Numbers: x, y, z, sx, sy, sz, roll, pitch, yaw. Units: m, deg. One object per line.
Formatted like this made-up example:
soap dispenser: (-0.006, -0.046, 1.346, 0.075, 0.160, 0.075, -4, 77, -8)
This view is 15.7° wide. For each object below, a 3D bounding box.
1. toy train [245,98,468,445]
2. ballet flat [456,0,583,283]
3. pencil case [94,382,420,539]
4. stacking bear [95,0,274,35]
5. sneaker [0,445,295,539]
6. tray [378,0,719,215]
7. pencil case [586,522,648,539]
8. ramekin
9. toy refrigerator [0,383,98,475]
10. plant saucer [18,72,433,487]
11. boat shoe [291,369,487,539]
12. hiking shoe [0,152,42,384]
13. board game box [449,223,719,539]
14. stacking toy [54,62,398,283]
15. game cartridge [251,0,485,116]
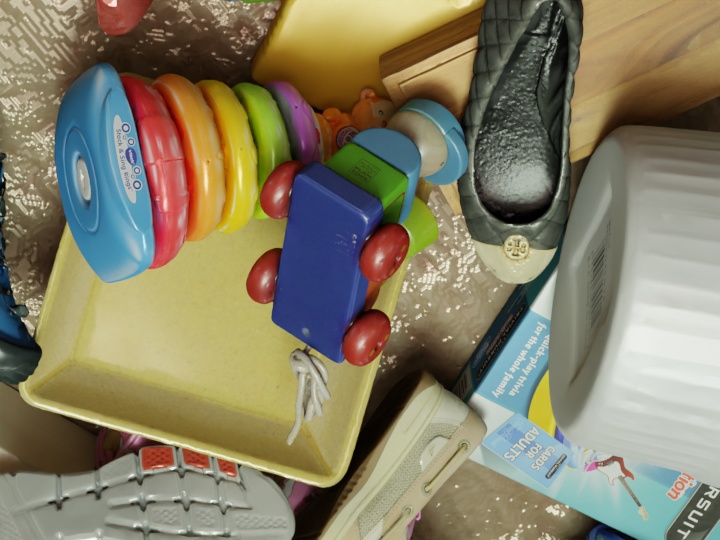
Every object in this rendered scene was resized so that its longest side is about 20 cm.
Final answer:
toy train: (0.000, 0.000, 1.479, 0.085, 0.116, 0.200, 32, 141, 19)
ballet flat: (0.087, -0.079, 1.445, 0.066, 0.057, 0.201, 1, 119, -1)
pencil case: (-0.063, 0.131, 1.603, 0.200, 0.083, 0.087, 30, 127, -15)
stacking bear: (-0.036, -0.194, 1.404, 0.199, 0.114, 0.122, 4, 125, 10)
sneaker: (-0.137, 0.155, 1.546, 0.199, 0.077, 0.082, 1, 149, 3)
tray: (0.121, -0.116, 1.478, 0.199, 0.037, 0.099, -25, 117, 11)
pencil case: (0.129, 0.248, 1.659, 0.078, 0.087, 0.200, 39, 119, 7)
ramekin: (0.171, 0.015, 1.449, 0.097, 0.201, 0.201, 9, 116, -7)
toy refrigerator: (-0.176, 0.149, 1.612, 0.200, 0.076, 0.070, 31, 112, -17)
plant saucer: (-0.080, 0.005, 1.531, 0.199, 0.048, 0.201, 16, 92, -9)
boat shoe: (0.002, 0.156, 1.547, 0.065, 0.072, 0.200, 38, 79, -14)
hiking shoe: (-0.232, -0.030, 1.481, 0.087, 0.074, 0.200, -36, 79, 12)
board game box: (0.170, 0.081, 1.603, 0.200, 0.047, 0.151, 26, 113, -14)
stacking toy: (-0.062, -0.066, 1.464, 0.199, 0.110, 0.117, -10, 87, -22)
game cartridge: (0.056, -0.164, 1.490, 0.176, 0.032, 0.200, 23, 116, -12)
